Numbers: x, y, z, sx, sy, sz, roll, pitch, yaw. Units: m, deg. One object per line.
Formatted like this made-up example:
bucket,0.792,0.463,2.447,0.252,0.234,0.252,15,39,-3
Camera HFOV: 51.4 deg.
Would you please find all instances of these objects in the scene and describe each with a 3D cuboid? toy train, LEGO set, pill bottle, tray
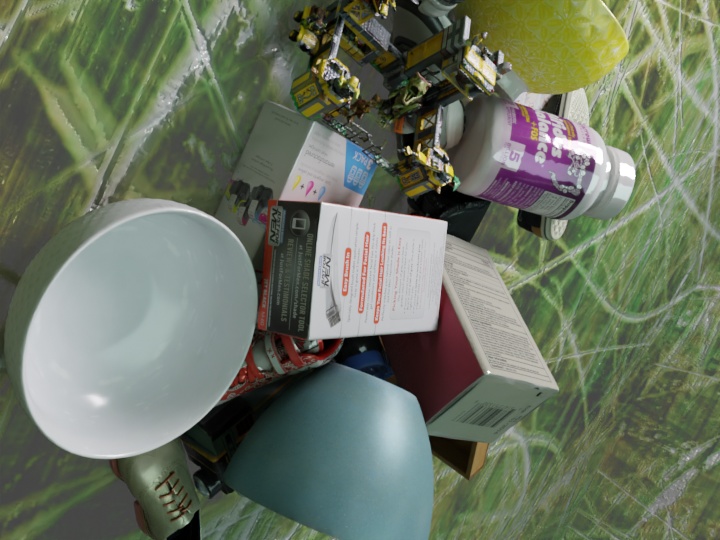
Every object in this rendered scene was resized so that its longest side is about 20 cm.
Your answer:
toy train,-0.102,0.151,0.798,0.199,0.085,0.115,-37,131,-33
LEGO set,0.046,-0.166,0.638,0.200,0.115,0.155,39,51,-30
pill bottle,0.207,-0.121,0.852,0.197,0.112,0.114,12,109,-18
tray,0.073,0.162,0.933,0.037,0.199,0.100,-27,135,-39

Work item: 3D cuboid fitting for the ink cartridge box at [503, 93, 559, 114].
ink cartridge box,0.214,-0.200,0.960,0.199,0.043,0.176,-25,134,-41

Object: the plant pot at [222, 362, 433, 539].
plant pot,-0.013,0.166,0.702,0.200,0.198,0.136,40,69,-57

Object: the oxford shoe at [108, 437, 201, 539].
oxford shoe,-0.186,0.206,0.724,0.071,0.073,0.202,-36,140,-31

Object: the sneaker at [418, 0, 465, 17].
sneaker,0.083,-0.328,0.641,0.073,0.087,0.203,-16,107,-41

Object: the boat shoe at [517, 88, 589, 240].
boat shoe,0.245,-0.141,0.958,0.074,0.062,0.203,7,95,-50

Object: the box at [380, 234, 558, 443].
box,0.102,0.069,0.812,0.127,0.202,0.109,17,129,-39

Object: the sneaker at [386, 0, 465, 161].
sneaker,0.061,-0.190,0.767,0.079,0.074,0.201,-39,142,-20

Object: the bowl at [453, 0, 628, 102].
bowl,0.160,-0.241,0.765,0.108,0.200,0.199,-51,149,11

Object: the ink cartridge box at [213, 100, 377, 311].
ink cartridge box,-0.074,-0.039,0.697,0.115,0.067,0.202,16,101,-56

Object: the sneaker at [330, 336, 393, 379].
sneaker,-0.004,0.090,0.861,0.069,0.079,0.200,-17,165,-5

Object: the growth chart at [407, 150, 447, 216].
growth chart,0.131,-0.134,0.956,0.199,0.018,0.147,-22,132,-44

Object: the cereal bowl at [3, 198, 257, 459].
cereal bowl,-0.181,0.037,0.582,0.199,0.083,0.203,-23,126,-37

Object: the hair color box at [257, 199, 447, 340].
hair color box,0.000,0.000,0.681,0.199,0.063,0.113,3,93,-54

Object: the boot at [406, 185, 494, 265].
boot,0.121,-0.041,0.934,0.196,0.073,0.164,-12,137,-38

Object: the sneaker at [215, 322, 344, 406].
sneaker,-0.106,0.079,0.688,0.200,0.068,0.107,-14,171,-41
